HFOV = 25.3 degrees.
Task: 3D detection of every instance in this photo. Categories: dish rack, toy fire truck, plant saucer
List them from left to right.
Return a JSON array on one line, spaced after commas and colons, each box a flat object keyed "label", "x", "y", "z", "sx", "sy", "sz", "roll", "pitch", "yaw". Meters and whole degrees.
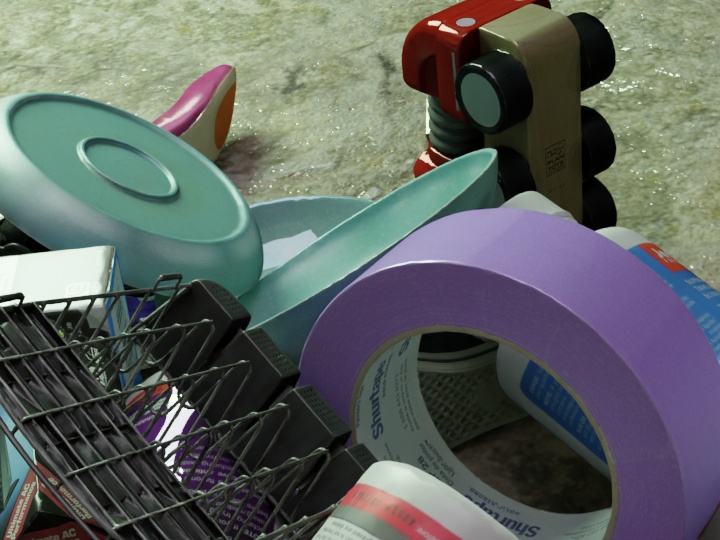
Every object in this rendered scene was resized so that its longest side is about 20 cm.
[{"label": "plant saucer", "x": -0.142, "y": -0.053, "z": 0.958, "sx": 0.200, "sy": 0.027, "sz": 0.200, "roll": 25, "pitch": 23, "yaw": -12}, {"label": "dish rack", "x": -0.079, "y": 0.069, "z": 0.675, "sx": 0.153, "sy": 0.055, "sz": 0.200, "roll": 46, "pitch": 22, "yaw": 18}, {"label": "plant saucer", "x": -0.039, "y": 0.020, "z": 1.010, "sx": 0.200, "sy": 0.039, "sz": 0.201, "roll": -3, "pitch": 34, "yaw": 2}, {"label": "plant saucer", "x": 0.000, "y": 0.000, "z": 0.898, "sx": 0.200, "sy": 0.036, "sz": 0.200, "roll": -32, "pitch": 8, "yaw": 5}, {"label": "toy fire truck", "x": 0.075, "y": -0.108, "z": 1.058, "sx": 0.128, "sy": 0.176, "sz": 0.200, "roll": -29, "pitch": 39, "yaw": -29}]

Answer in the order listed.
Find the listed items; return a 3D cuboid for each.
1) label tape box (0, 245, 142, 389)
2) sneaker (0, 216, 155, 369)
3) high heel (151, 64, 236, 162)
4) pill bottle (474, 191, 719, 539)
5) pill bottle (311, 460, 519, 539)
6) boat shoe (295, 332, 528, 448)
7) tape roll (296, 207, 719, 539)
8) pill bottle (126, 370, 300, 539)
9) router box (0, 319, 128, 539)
[{"label": "label tape box", "x": -0.221, "y": 0.069, "z": 0.871, "sx": 0.199, "sy": 0.145, "sz": 0.063, "roll": -6, "pitch": 36, "yaw": 1}, {"label": "sneaker", "x": -0.213, "y": 0.017, "z": 0.959, "sx": 0.199, "sy": 0.100, "sz": 0.070, "roll": -5, "pitch": 6, "yaw": 14}, {"label": "high heel", "x": -0.159, "y": -0.093, "z": 1.173, "sx": 0.096, "sy": 0.067, "sz": 0.200, "roll": 14, "pitch": 51, "yaw": 11}, {"label": "pill bottle", "x": 0.141, "y": 0.048, "z": 0.828, "sx": 0.200, "sy": 0.112, "sz": 0.112, "roll": 40, "pitch": 52, "yaw": 23}, {"label": "pill bottle", "x": -0.010, "y": 0.184, "z": 0.634, "sx": 0.111, "sy": 0.111, "sz": 0.200, "roll": 27, "pitch": 70, "yaw": 39}, {"label": "boat shoe", "x": 0.035, "y": 0.061, "z": 0.909, "sx": 0.199, "sy": 0.075, "sz": 0.062, "roll": -15, "pitch": 33, "yaw": -24}, {"label": "tape roll", "x": 0.070, "y": 0.074, "z": 0.756, "sx": 0.200, "sy": 0.201, "sz": 0.066, "roll": 14, "pitch": 32, "yaw": 27}, {"label": "pill bottle", "x": -0.079, "y": 0.141, "z": 0.769, "sx": 0.112, "sy": 0.113, "sz": 0.200, "roll": -2, "pitch": 34, "yaw": 5}, {"label": "router box", "x": -0.180, "y": 0.138, "z": 0.731, "sx": 0.062, "sy": 0.200, "sz": 0.150, "roll": 30, "pitch": 19, "yaw": -30}]
